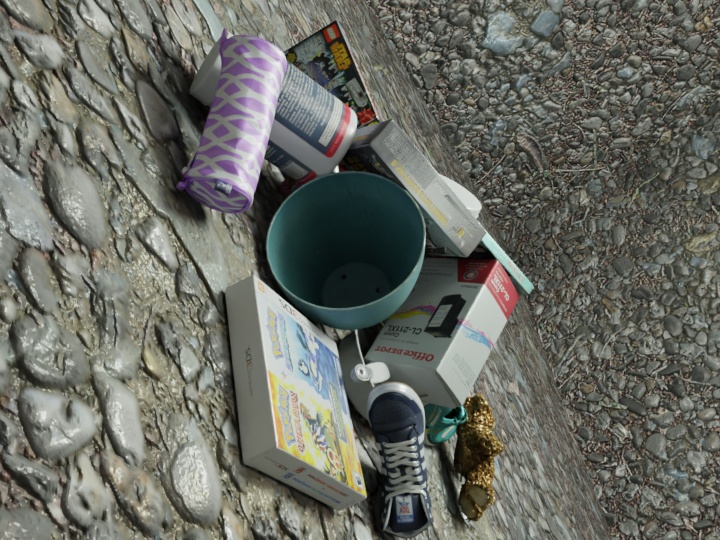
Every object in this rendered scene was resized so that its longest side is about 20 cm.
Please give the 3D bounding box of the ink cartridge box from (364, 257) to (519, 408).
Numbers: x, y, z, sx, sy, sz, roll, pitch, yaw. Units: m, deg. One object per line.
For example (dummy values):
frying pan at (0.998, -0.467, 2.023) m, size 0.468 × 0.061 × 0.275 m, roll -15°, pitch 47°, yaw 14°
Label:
ink cartridge box at (0.119, 0.084, 1.131) m, size 0.083 × 0.144 × 0.202 m, roll 53°, pitch 57°, yaw -32°

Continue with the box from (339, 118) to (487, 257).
box at (0.062, -0.106, 1.056) m, size 0.200 × 0.048 × 0.158 m, roll 47°, pitch -12°, yaw -18°

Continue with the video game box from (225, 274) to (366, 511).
video game box at (-0.068, 0.131, 0.830) m, size 0.182 × 0.046 × 0.203 m, roll 42°, pitch 27°, yaw -48°

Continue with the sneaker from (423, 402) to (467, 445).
sneaker at (0.127, 0.226, 1.208) m, size 0.200 × 0.078 × 0.079 m, roll 52°, pitch 41°, yaw -63°

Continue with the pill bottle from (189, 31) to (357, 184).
pill bottle at (-0.113, -0.209, 1.005) m, size 0.198 × 0.120 × 0.121 m, roll 33°, pitch 29°, yaw -25°

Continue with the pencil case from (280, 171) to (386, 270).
pencil case at (-0.023, -0.080, 1.121) m, size 0.200 × 0.086 × 0.083 m, roll 44°, pitch -28°, yaw 7°

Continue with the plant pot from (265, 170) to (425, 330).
plant pot at (-0.012, -0.004, 1.000) m, size 0.136 × 0.196 × 0.203 m, roll 78°, pitch -3°, yaw -57°

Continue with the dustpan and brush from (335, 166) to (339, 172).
dustpan and brush at (-0.056, -0.121, 1.228) m, size 0.141 × 0.056 × 0.203 m, roll 82°, pitch -2°, yaw -49°

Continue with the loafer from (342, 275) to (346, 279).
loafer at (0.000, 0.000, 1.188) m, size 0.070 × 0.068 × 0.201 m, roll 37°, pitch 28°, yaw -9°

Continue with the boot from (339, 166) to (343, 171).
boot at (-0.030, -0.230, 1.470) m, size 0.107 × 0.074 × 0.202 m, roll 42°, pitch 19°, yaw -46°

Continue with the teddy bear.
teddy bear at (0.192, 0.303, 1.268) m, size 0.202 × 0.065 × 0.148 m, roll -91°, pitch -172°, yaw -56°

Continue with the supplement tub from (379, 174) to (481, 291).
supplement tub at (0.108, -0.052, 1.339) m, size 0.138 × 0.203 × 0.141 m, roll 23°, pitch 23°, yaw -10°

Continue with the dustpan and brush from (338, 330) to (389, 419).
dustpan and brush at (0.006, 0.136, 1.001) m, size 0.142 × 0.056 × 0.199 m, roll 67°, pitch 15°, yaw 11°

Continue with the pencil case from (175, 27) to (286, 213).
pencil case at (-0.140, -0.163, 0.868) m, size 0.084 × 0.084 × 0.204 m, roll 17°, pitch 68°, yaw -12°

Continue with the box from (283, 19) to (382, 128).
box at (-0.059, -0.318, 1.376) m, size 0.204 × 0.135 × 0.040 m, roll 68°, pitch 14°, yaw 14°

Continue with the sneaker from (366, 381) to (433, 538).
sneaker at (0.048, 0.233, 0.927) m, size 0.110 × 0.068 × 0.203 m, roll -92°, pitch 174°, yaw -51°

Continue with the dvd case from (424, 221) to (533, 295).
dvd case at (0.151, -0.007, 1.198) m, size 0.146 × 0.198 × 0.022 m, roll 45°, pitch 63°, yaw -22°
